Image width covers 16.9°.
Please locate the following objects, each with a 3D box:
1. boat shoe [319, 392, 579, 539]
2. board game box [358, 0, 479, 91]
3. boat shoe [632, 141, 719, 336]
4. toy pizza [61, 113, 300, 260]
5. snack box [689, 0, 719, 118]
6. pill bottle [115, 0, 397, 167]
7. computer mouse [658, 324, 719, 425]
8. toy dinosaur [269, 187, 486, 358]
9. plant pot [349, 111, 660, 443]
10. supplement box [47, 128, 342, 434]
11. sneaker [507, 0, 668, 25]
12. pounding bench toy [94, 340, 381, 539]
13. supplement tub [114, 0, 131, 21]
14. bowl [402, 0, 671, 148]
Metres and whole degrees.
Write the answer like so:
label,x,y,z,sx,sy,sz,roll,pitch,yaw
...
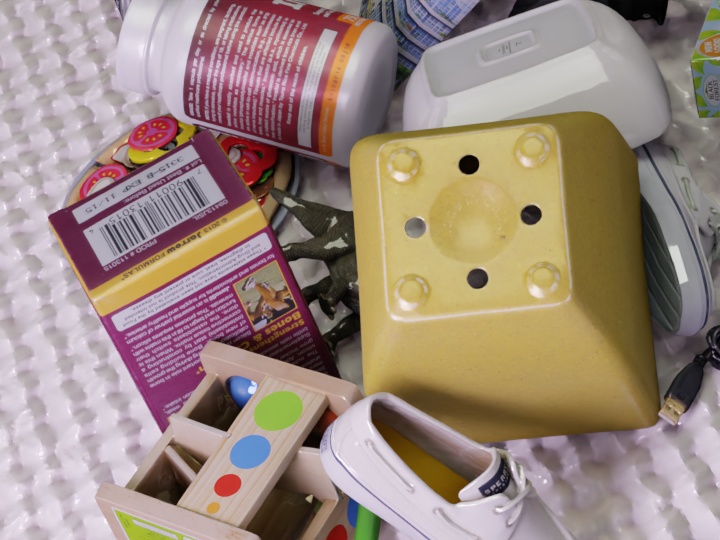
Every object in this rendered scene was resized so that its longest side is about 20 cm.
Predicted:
label,x,y,z,sx,sy,sz,roll,pitch,yaw
boat shoe,0.072,0.141,1.491,0.199,0.070,0.071,36,48,-6
board game box,0.067,-0.277,1.894,0.200,0.061,0.201,-46,25,42
boat shoe,0.220,-0.033,1.670,0.066,0.074,0.201,-3,41,-11
toy pizza,-0.143,-0.063,1.875,0.198,0.032,0.201,-11,45,11
snack box,0.325,-0.180,1.752,0.141,0.053,0.200,-3,30,20
pill bottle,-0.080,-0.156,1.849,0.198,0.113,0.113,16,53,13
computer mouse,0.250,0.104,1.547,0.139,0.046,0.201,8,51,26
toy dinosaur,0.000,0.000,1.744,0.102,0.077,0.200,-24,38,-20
plant pot,0.083,-0.004,1.550,0.192,0.200,0.197,-6,75,9
supplement box,-0.109,0.026,1.654,0.130,0.201,0.103,-29,43,-7
sneaker,0.195,-0.208,1.843,0.199,0.083,0.072,-28,24,42
pounding bench toy,-0.035,0.151,1.560,0.199,0.125,0.156,15,54,32
supplement tub,-0.152,-0.257,2.000,0.122,0.123,0.201,-23,43,-1
bowl,0.119,-0.131,1.761,0.198,0.075,0.200,-19,21,6
